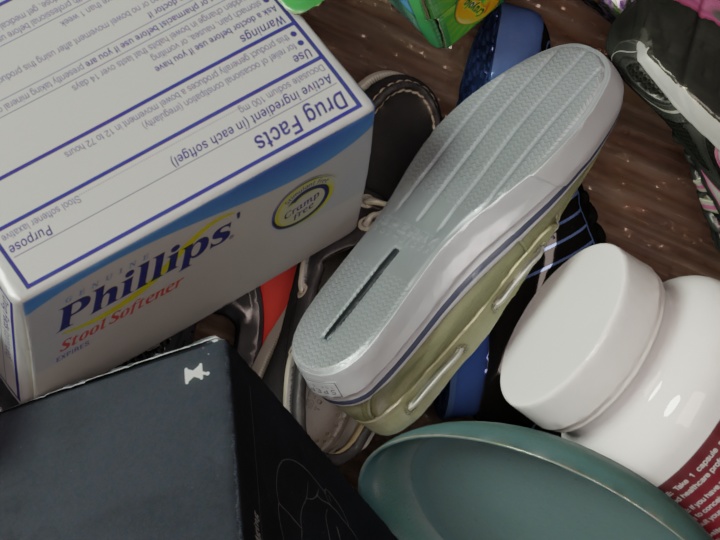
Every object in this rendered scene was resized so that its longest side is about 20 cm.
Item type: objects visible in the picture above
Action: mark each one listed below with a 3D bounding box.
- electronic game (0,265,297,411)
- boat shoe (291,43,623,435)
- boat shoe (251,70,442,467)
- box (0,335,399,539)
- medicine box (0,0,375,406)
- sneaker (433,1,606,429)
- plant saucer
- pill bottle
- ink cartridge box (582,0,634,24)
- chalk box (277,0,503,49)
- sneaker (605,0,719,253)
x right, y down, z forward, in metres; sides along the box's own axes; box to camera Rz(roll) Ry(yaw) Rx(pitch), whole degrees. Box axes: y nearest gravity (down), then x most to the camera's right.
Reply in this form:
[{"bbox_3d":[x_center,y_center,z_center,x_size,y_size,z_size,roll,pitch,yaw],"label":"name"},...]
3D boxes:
[{"bbox_3d":[-0.115,0.021,1.314,0.200,0.042,0.200,3,81,-18],"label":"electronic game"},{"bbox_3d":[0.049,-0.015,1.269,0.200,0.072,0.062,-48,134,-7],"label":"boat shoe"},{"bbox_3d":[0.000,0.000,1.312,0.074,0.060,0.200,27,77,-22],"label":"boat shoe"},{"bbox_3d":[-0.061,0.172,1.209,0.124,0.197,0.200,-18,50,14],"label":"box"},{"bbox_3d":[-0.124,-0.073,1.250,0.182,0.103,0.200,-30,67,-20],"label":"medicine box"},{"bbox_3d":[0.082,-0.024,1.333,0.078,0.070,0.200,6,93,-11],"label":"sneaker"},{"bbox_3d":[0.093,0.129,1.280,0.200,0.200,0.027,32,62,-1],"label":"plant saucer"},{"bbox_3d":[0.166,0.074,1.281,0.200,0.113,0.113,33,90,-21],"label":"pill bottle"},{"bbox_3d":[0.104,-0.200,1.336,0.200,0.050,0.109,38,90,-2],"label":"ink cartridge box"},{"bbox_3d":[0.031,-0.190,1.243,0.200,0.124,0.125,-40,73,-3],"label":"chalk box"},{"bbox_3d":[0.183,-0.042,1.309,0.200,0.080,0.086,42,134,-12],"label":"sneaker"}]
